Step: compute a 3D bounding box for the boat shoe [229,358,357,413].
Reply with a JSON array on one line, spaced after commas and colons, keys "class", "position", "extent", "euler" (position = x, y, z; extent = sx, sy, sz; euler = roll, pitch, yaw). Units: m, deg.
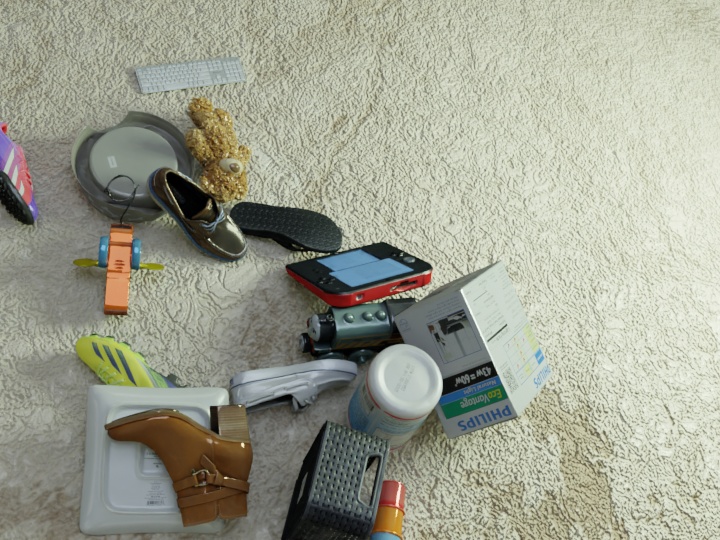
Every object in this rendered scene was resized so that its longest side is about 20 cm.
[{"class": "boat shoe", "position": [-0.098, 0.182, 1.401], "extent": [0.197, 0.074, 0.066], "euler": [-8, 66, -10]}]

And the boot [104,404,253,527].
[{"class": "boot", "position": [-0.241, 0.263, 1.236], "extent": [0.197, 0.074, 0.157], "euler": [-1, 83, -14]}]

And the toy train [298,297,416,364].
[{"class": "toy train", "position": [0.003, 0.094, 1.452], "extent": [0.197, 0.114, 0.086], "euler": [-2, 59, -18]}]

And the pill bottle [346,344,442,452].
[{"class": "pill bottle", "position": [0.041, 0.198, 1.347], "extent": [0.107, 0.201, 0.110], "euler": [8, 58, -12]}]

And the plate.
[{"class": "plate", "position": [-0.281, 0.261, 1.278], "extent": [0.197, 0.032, 0.203], "euler": [4, 78, -16]}]

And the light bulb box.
[{"class": "light bulb box", "position": [0.176, 0.116, 1.404], "extent": [0.198, 0.124, 0.202], "euler": [-26, 91, -60]}]

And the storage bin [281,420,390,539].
[{"class": "storage bin", "position": [-0.038, 0.308, 1.256], "extent": [0.093, 0.201, 0.137], "euler": [18, 56, -6]}]

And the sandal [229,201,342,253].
[{"class": "sandal", "position": [-0.123, -0.069, 1.560], "extent": [0.198, 0.048, 0.076], "euler": [15, 57, 8]}]

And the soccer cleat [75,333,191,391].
[{"class": "soccer cleat", "position": [-0.336, 0.164, 1.337], "extent": [0.199, 0.065, 0.084], "euler": [31, 58, 3]}]

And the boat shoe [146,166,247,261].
[{"class": "boat shoe", "position": [-0.254, -0.085, 1.472], "extent": [0.199, 0.072, 0.073], "euler": [40, 71, -20]}]

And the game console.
[{"class": "game console", "position": [0.000, 0.000, 1.495], "extent": [0.198, 0.031, 0.176], "euler": [-13, 27, -28]}]

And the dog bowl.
[{"class": "dog bowl", "position": [-0.376, -0.168, 1.530], "extent": [0.197, 0.059, 0.202], "euler": [8, 57, -12]}]

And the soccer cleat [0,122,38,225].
[{"class": "soccer cleat", "position": [-0.554, -0.160, 1.469], "extent": [0.073, 0.068, 0.201], "euler": [-27, 68, -33]}]

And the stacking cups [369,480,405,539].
[{"class": "stacking cups", "position": [0.038, 0.399, 1.311], "extent": [0.060, 0.061, 0.202], "euler": [17, 55, -6]}]

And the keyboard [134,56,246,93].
[{"class": "keyboard", "position": [-0.310, -0.359, 1.695], "extent": [0.197, 0.011, 0.057], "euler": [-12, 64, -23]}]

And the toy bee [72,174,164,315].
[{"class": "toy bee", "position": [-0.366, -0.029, 1.437], "extent": [0.130, 0.109, 0.202], "euler": [25, 80, -10]}]

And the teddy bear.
[{"class": "teddy bear", "position": [-0.237, -0.212, 1.570], "extent": [0.145, 0.066, 0.202], "euler": [47, 26, -38]}]
